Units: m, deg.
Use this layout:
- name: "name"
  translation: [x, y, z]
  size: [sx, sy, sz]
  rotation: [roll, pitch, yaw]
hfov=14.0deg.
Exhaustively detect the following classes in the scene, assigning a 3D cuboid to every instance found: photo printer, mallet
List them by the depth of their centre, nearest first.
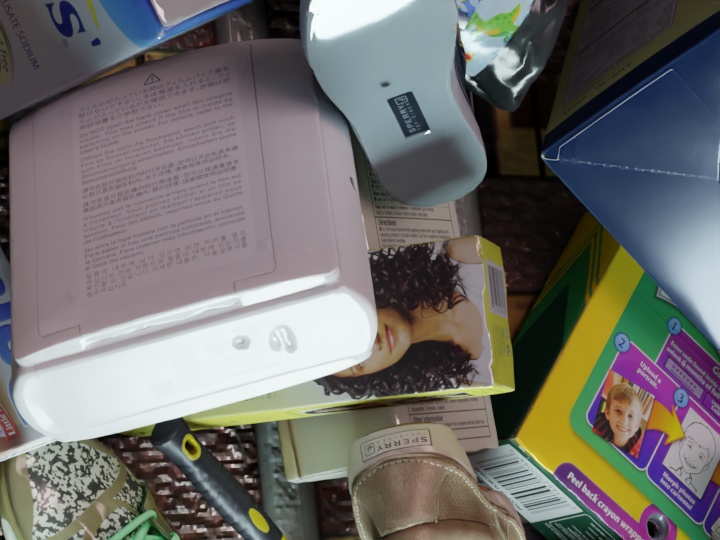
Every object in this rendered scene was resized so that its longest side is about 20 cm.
- name: "photo printer"
  translation: [-0.082, -0.024, 1.349]
  size: [0.200, 0.166, 0.069]
  rotation: [-99, 171, -48]
- name: "mallet"
  translation: [-0.043, 0.144, 1.408]
  size: [0.200, 0.041, 0.066]
  rotation: [43, 62, -39]

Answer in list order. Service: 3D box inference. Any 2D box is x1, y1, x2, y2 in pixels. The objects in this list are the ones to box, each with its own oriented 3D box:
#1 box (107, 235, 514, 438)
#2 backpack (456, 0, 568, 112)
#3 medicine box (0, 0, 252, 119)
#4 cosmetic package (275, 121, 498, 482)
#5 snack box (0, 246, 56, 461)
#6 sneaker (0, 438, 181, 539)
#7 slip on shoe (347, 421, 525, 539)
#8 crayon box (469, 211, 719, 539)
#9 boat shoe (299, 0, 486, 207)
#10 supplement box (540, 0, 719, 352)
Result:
- name: "box"
  translation: [-0.031, 0.032, 1.383]
  size: [0.050, 0.200, 0.075]
  rotation: [20, 62, -73]
- name: "backpack"
  translation: [0.012, -0.195, 1.498]
  size: [0.200, 0.154, 0.163]
  rotation: [16, 43, -15]
- name: "medicine box"
  translation: [-0.143, -0.180, 1.343]
  size: [0.103, 0.200, 0.182]
  rotation: [-29, 96, -36]
- name: "cosmetic package"
  translation: [0.000, 0.000, 1.461]
  size: [0.104, 0.073, 0.200]
  rotation: [3, 75, -60]
- name: "snack box"
  translation: [-0.202, -0.005, 1.350]
  size: [0.072, 0.024, 0.200]
  rotation: [-19, 79, -37]
- name: "sneaker"
  translation: [-0.089, 0.147, 1.373]
  size: [0.077, 0.089, 0.200]
  rotation: [-43, 101, -35]
- name: "slip on shoe"
  translation: [0.040, 0.133, 1.423]
  size: [0.076, 0.200, 0.061]
  rotation: [-13, 66, 4]
- name: "crayon box"
  translation: [0.168, 0.089, 1.586]
  size: [0.200, 0.058, 0.173]
  rotation: [43, 57, -20]
- name: "boat shoe"
  translation: [0.008, -0.116, 1.346]
  size: [0.071, 0.200, 0.091]
  rotation: [-16, 57, 2]
- name: "supplement box"
  translation: [0.219, -0.075, 1.565]
  size: [0.200, 0.134, 0.200]
  rotation: [46, 29, -17]
